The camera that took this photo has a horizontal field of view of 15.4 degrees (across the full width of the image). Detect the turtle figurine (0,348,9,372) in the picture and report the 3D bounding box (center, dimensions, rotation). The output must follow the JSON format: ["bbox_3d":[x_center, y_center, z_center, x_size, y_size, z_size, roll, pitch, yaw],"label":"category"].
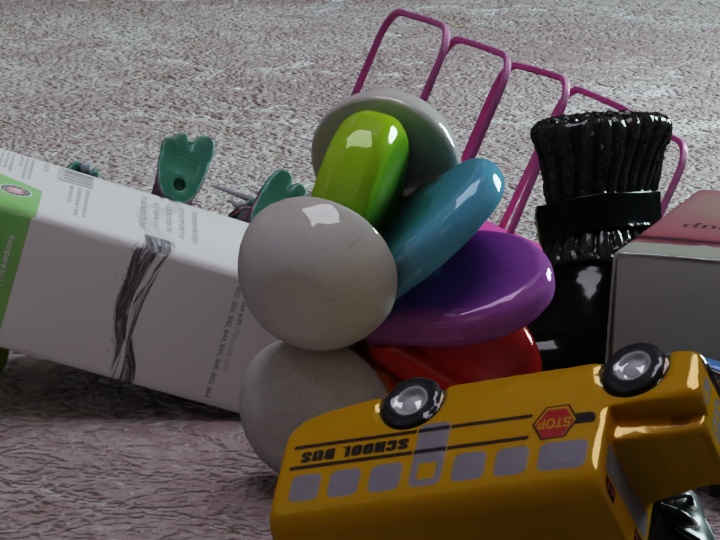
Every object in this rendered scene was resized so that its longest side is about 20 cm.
[{"bbox_3d":[-0.293,0.022,1.595,0.199,0.065,0.161,10,14,-43],"label":"turtle figurine"}]

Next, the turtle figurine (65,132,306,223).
[{"bbox_3d":[-0.112,-0.026,1.714,0.149,0.101,0.200,5,-15,-20],"label":"turtle figurine"}]

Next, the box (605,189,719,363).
[{"bbox_3d":[0.226,0.027,1.523,0.127,0.110,0.200,6,14,19],"label":"box"}]

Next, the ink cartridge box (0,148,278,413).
[{"bbox_3d":[-0.142,0.004,1.544,0.199,0.084,0.146,17,12,-7],"label":"ink cartridge box"}]

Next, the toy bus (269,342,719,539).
[{"bbox_3d":[0.065,0.091,1.182,0.199,0.065,0.079,-10,43,24],"label":"toy bus"}]

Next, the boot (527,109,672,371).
[{"bbox_3d":[0.126,-0.010,1.565,0.079,0.159,0.211,6,14,19],"label":"boot"}]

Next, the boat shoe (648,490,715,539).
[{"bbox_3d":[0.126,0.116,1.226,0.074,0.067,0.199,2,13,-1],"label":"boat shoe"}]

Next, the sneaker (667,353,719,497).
[{"bbox_3d":[0.218,0.091,1.366,0.199,0.071,0.083,7,28,29],"label":"sneaker"}]

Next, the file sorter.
[{"bbox_3d":[0.096,-0.077,1.771,0.199,0.126,0.139,23,5,-21],"label":"file sorter"}]

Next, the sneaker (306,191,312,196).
[{"bbox_3d":[0.000,0.000,1.691,0.074,0.080,0.200,-3,15,-25],"label":"sneaker"}]

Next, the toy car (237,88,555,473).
[{"bbox_3d":[0.027,0.014,1.387,0.149,0.201,0.175,11,34,16],"label":"toy car"}]
